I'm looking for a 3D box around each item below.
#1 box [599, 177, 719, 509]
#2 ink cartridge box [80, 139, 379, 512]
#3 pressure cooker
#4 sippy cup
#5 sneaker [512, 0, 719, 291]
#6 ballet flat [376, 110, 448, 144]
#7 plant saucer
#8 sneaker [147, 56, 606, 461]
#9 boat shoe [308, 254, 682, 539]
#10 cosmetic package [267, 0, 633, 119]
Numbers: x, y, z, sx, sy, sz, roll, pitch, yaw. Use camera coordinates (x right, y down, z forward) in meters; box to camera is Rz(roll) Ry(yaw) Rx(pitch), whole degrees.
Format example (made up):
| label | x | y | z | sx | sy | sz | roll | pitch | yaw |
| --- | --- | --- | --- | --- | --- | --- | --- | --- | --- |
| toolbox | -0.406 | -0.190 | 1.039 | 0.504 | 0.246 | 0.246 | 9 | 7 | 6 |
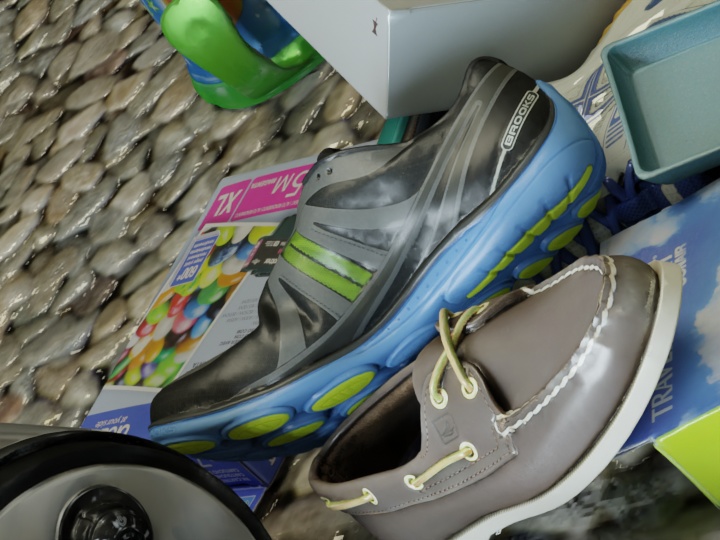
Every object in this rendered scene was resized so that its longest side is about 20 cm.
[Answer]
| label | x | y | z | sx | sy | sz | roll | pitch | yaw |
| --- | --- | --- | --- | --- | --- | --- | --- | --- | --- |
| box | 0.169 | -0.005 | 0.843 | 0.199 | 0.048 | 0.122 | -31 | 30 | 29 |
| ink cartridge box | -0.058 | 0.036 | 1.121 | 0.119 | 0.042 | 0.201 | -11 | 45 | 49 |
| pressure cooker | -0.120 | 0.141 | 0.915 | 0.199 | 0.179 | 0.176 | -3 | 47 | 54 |
| sippy cup | -0.071 | -0.176 | 1.321 | 0.140 | 0.130 | 0.178 | -48 | 27 | -6 |
| sneaker | 0.095 | -0.038 | 0.965 | 0.200 | 0.075 | 0.088 | -47 | 30 | 2 |
| ballet flat | 0.038 | -0.069 | 1.091 | 0.073 | 0.073 | 0.200 | -35 | 25 | 21 |
| plant saucer | 0.185 | -0.089 | 0.901 | 0.199 | 0.019 | 0.070 | -22 | 47 | 13 |
| sneaker | 0.000 | 0.000 | 0.945 | 0.199 | 0.071 | 0.083 | -42 | 66 | 11 |
| boat shoe | 0.043 | 0.045 | 0.866 | 0.200 | 0.059 | 0.072 | -47 | 22 | 57 |
| cosmetic package | 0.042 | -0.131 | 1.076 | 0.150 | 0.052 | 0.200 | -7 | 28 | -20 |
